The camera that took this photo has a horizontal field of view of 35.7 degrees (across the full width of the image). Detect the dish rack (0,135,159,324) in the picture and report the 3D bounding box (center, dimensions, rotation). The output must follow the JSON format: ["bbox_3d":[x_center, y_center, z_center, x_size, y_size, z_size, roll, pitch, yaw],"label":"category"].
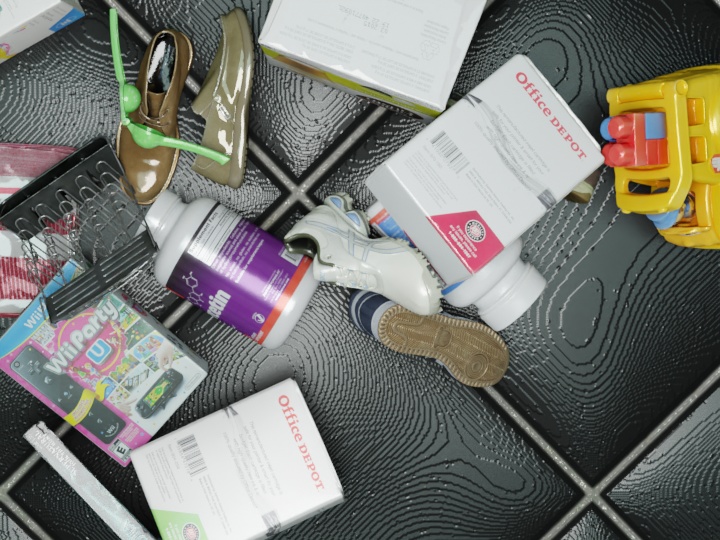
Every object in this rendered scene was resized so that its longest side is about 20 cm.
[{"bbox_3d":[-0.298,-0.040,1.186,0.153,0.200,0.055,-35,134,2],"label":"dish rack"}]

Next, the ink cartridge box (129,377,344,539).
[{"bbox_3d":[-0.134,0.230,1.249,0.199,0.084,0.146,-24,75,-5],"label":"ink cartridge box"}]

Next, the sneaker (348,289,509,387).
[{"bbox_3d":[0.075,0.069,1.284,0.199,0.108,0.070,24,92,-34],"label":"sneaker"}]

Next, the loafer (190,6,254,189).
[{"bbox_3d":[-0.154,-0.192,1.244,0.067,0.076,0.201,3,95,-8],"label":"loafer"}]

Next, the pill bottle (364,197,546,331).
[{"bbox_3d":[0.109,-0.031,1.246,0.200,0.112,0.112,44,93,-5],"label":"pill bottle"}]

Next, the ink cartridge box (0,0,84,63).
[{"bbox_3d":[-0.411,-0.263,1.212,0.199,0.116,0.067,-30,96,2],"label":"ink cartridge box"}]

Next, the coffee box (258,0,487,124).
[{"bbox_3d":[0.024,-0.285,1.176,0.199,0.198,0.201,20,92,-3],"label":"coffee box"}]

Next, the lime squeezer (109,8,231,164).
[{"bbox_3d":[-0.228,-0.177,1.193,0.070,0.038,0.200,-34,98,22],"label":"lime squeezer"}]

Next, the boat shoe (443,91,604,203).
[{"bbox_3d":[0.183,-0.149,1.263,0.199,0.073,0.065,32,83,-7],"label":"boat shoe"}]

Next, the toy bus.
[{"bbox_3d":[0.331,-0.113,1.194,0.191,0.135,0.201,-11,99,-34],"label":"toy bus"}]

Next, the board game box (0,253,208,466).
[{"bbox_3d":[-0.294,0.100,1.264,0.200,0.064,0.148,41,92,-11],"label":"board game box"}]

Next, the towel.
[{"bbox_3d":[-0.395,-0.044,1.280,0.143,0.023,0.201,2,95,0],"label":"towel"}]

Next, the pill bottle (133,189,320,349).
[{"bbox_3d":[-0.149,-0.005,1.243,0.199,0.112,0.113,31,94,-3],"label":"pill bottle"}]

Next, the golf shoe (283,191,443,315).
[{"bbox_3d":[0.000,0.000,1.187,0.097,0.200,0.079,-31,137,-27],"label":"golf shoe"}]

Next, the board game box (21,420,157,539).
[{"bbox_3d":[-0.300,0.249,1.253,0.028,0.135,0.200,-44,94,-17],"label":"board game box"}]

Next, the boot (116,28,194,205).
[{"bbox_3d":[-0.234,-0.171,1.246,0.073,0.075,0.201,12,97,-5],"label":"boot"}]

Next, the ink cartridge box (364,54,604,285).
[{"bbox_3d":[0.129,-0.104,1.161,0.200,0.083,0.145,-40,91,-18],"label":"ink cartridge box"}]
